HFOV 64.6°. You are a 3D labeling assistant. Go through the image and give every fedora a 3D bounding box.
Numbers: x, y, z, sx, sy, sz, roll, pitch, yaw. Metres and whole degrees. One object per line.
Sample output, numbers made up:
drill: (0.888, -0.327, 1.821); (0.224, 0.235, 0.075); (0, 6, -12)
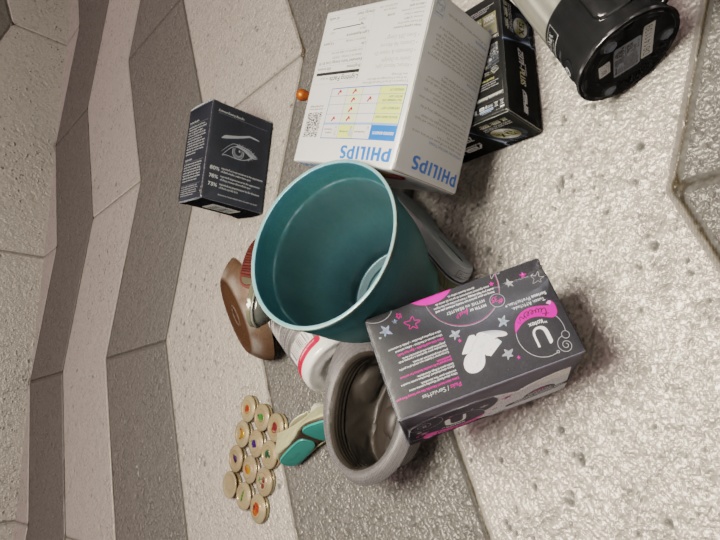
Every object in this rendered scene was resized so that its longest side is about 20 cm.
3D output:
fedora: (0.030, 0.192, 0.793); (0.175, 0.089, 0.204); (-23, 59, 41)

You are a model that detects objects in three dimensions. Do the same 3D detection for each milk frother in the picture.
milk frother: (0.282, -0.329, 0.612); (0.197, 0.181, 0.190); (-23, 64, -3)

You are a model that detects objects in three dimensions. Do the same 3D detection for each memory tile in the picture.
memory tile: (-0.200, 0.347, 1.062); (0.152, 0.017, 0.204); (15, 93, 48)

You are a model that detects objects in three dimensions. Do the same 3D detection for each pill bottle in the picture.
pill bottle: (-0.084, 0.090, 0.925); (0.200, 0.110, 0.112); (47, 115, 42)

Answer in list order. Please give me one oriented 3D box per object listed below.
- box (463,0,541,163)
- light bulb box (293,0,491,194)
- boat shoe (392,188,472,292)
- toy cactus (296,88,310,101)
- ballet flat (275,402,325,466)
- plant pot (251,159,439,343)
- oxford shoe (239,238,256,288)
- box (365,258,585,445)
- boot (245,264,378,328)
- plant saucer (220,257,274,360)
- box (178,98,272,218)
box: (0.134, -0.242, 0.781); (0.198, 0.085, 0.167); (-16, 70, 44)
light bulb box: (0.036, -0.215, 0.724); (0.196, 0.123, 0.204); (16, 93, 47)
boat shoe: (0.078, -0.044, 0.810); (0.062, 0.071, 0.201); (-52, 51, 22)
toy cactus: (-0.038, -0.242, 0.870); (0.200, 0.101, 0.168); (-43, 39, 51)
ballet flat: (-0.077, 0.251, 0.922); (0.199, 0.069, 0.070); (-40, 54, 35)
plant pot: (0.000, 0.000, 0.701); (0.197, 0.187, 0.204); (-14, 63, 28)
oxford shoe: (-0.137, -0.041, 0.994); (0.069, 0.075, 0.202); (14, 61, 32)
box: (0.121, 0.096, 0.625); (0.197, 0.133, 0.116); (-19, 61, 0)
boot: (-0.055, 0.025, 0.857); (0.197, 0.073, 0.184); (14, 59, 20)
plant saucer: (-0.215, 0.078, 1.048); (0.200, 0.036, 0.203); (46, 147, 41)
box: (-0.277, -0.225, 1.178); (0.103, 0.146, 0.204); (-2, 79, 47)
